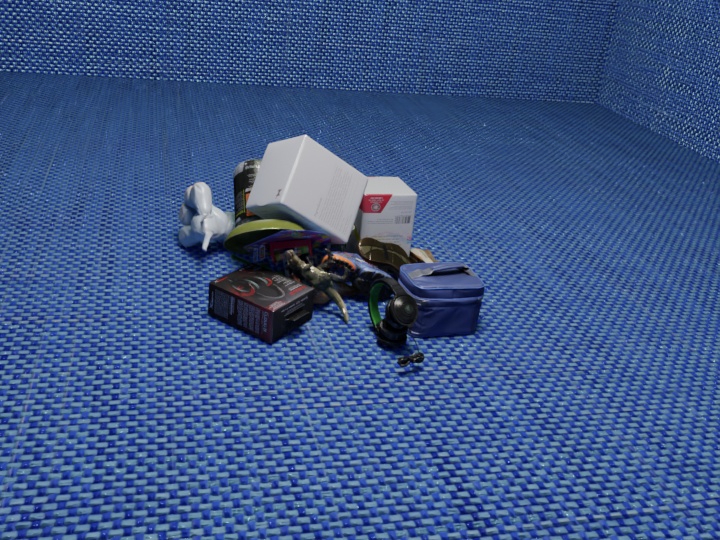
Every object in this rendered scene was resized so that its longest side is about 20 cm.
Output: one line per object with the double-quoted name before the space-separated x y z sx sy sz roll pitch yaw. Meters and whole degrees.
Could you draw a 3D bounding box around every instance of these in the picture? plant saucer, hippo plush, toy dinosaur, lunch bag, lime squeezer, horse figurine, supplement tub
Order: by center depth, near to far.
"toy dinosaur" -0.074 0.012 1.593 0.200 0.088 0.047 44 -4 -3
"lunch bag" 0.180 0.052 1.614 0.195 0.136 0.136 -4 27 -20
"plant saucer" -0.205 -0.075 1.627 0.194 0.032 0.200 -6 -14 -2
"horse figurine" -0.088 0.026 1.671 0.133 0.050 0.198 48 32 15
"lime squeezer" -0.202 0.008 1.685 0.197 0.038 0.071 29 -18 -4
"supplement tub" -0.244 -0.152 1.772 0.119 0.123 0.206 0 70 -14
"hippo plush" -0.346 -0.129 1.820 0.157 0.164 0.198 3 3 -34

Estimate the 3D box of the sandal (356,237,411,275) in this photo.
"sandal" 0.056 -0.023 1.772 0.197 0.054 0.084 15 56 -42

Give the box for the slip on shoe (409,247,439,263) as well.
"slip on shoe" 0.172 -0.002 1.799 0.059 0.078 0.200 -8 21 -15

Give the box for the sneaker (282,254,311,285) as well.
"sneaker" -0.150 -0.038 1.769 0.073 0.087 0.201 -4 30 -22

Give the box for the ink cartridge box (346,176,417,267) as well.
"ink cartridge box" 0.044 -0.117 1.852 0.141 0.205 0.145 -2 24 -20

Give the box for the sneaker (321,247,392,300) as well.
"sneaker" 0.000 0.000 1.682 0.197 0.076 0.079 28 28 -21

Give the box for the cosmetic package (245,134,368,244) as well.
"cosmetic package" -0.120 -0.175 1.670 0.198 0.170 0.165 29 -16 -35

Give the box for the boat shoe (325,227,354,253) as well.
"boat shoe" -0.042 -0.092 1.811 0.060 0.206 0.073 5 -15 15

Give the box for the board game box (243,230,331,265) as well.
"board game box" -0.158 -0.041 1.633 0.197 0.040 0.156 -18 -18 42

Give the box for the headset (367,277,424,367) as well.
"headset" 0.065 0.109 1.495 0.092 0.125 0.201 -12 51 -33

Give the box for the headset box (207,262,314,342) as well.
"headset box" -0.201 0.067 1.551 0.196 0.077 0.148 21 28 27
